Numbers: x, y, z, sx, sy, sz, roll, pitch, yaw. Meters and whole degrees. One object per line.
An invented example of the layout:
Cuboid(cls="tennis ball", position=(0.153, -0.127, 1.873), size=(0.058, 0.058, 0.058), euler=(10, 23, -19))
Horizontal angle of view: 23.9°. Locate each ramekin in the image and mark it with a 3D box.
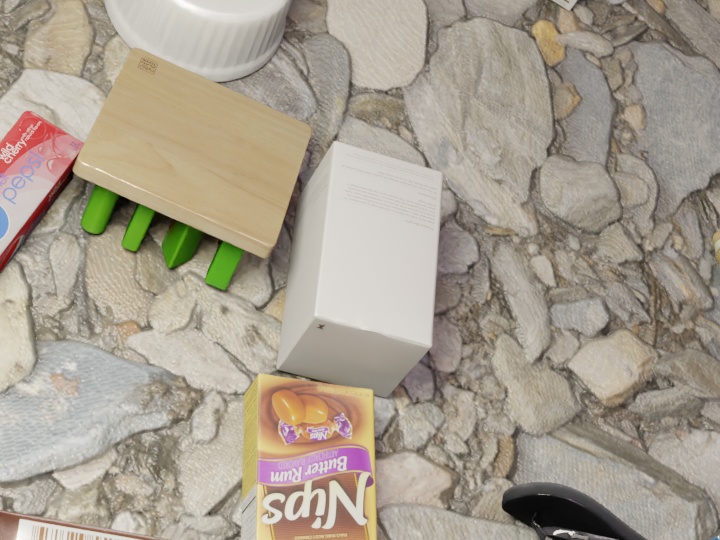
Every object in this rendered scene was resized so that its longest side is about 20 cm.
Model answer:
Cuboid(cls="ramekin", position=(-0.161, -0.306, 1.780), size=(0.200, 0.098, 0.201), euler=(10, 58, -16))

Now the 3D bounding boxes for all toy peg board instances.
Cuboid(cls="toy peg board", position=(-0.172, -0.091, 1.669), size=(0.199, 0.098, 0.200), euler=(24, 39, -8))

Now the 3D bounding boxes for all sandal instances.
Cuboid(cls="sandal", position=(0.225, 0.262, 1.619), size=(0.200, 0.076, 0.043), euler=(30, 53, -4))

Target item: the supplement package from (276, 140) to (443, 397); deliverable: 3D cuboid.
Cuboid(cls="supplement package", position=(0.000, 0.000, 1.653), size=(0.121, 0.120, 0.201), euler=(16, 57, -15))

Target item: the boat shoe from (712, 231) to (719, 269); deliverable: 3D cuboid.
Cuboid(cls="boat shoe", position=(0.487, -0.022, 1.904), size=(0.199, 0.072, 0.076), euler=(6, 44, -21))

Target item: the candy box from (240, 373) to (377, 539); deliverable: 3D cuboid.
Cuboid(cls="candy box", position=(-0.047, 0.200, 1.558), size=(0.116, 0.056, 0.201), euler=(9, 60, -18))

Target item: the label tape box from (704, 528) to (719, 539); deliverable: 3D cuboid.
Cuboid(cls="label tape box", position=(0.447, 0.287, 1.705), size=(0.200, 0.063, 0.144), euler=(-27, 75, -32))

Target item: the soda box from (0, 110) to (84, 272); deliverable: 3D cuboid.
Cuboid(cls="soda box", position=(-0.338, -0.054, 1.581), size=(0.070, 0.063, 0.200), euler=(31, 55, -2))

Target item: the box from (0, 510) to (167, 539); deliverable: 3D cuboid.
Cuboid(cls="box", position=(-0.239, 0.306, 1.318), size=(0.165, 0.200, 0.165), euler=(12, 58, -15))

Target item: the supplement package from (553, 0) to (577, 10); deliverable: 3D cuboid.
Cuboid(cls="supplement package", position=(0.234, -0.441, 2.014), size=(0.155, 0.111, 0.200), euler=(29, 54, -4))
